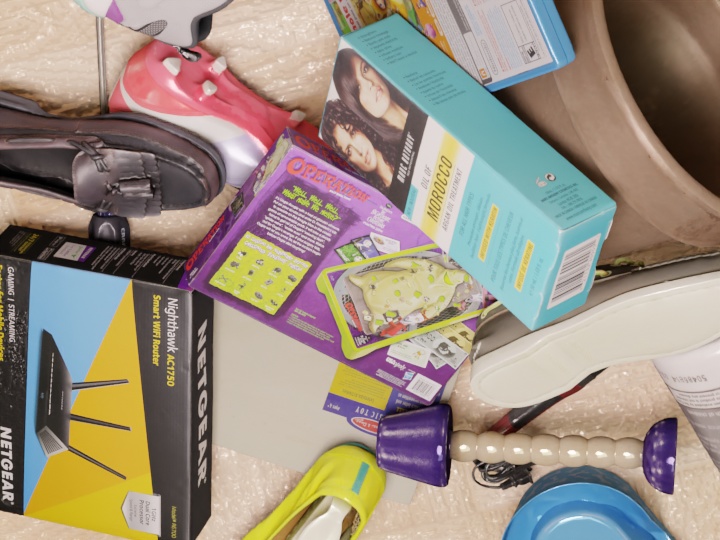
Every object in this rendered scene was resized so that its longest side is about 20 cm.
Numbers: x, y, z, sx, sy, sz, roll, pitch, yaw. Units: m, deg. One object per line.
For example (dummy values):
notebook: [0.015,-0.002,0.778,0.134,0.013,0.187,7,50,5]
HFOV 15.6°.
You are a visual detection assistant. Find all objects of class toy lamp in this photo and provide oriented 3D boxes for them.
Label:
toy lamp: [0.110,0.120,1.742,0.198,0.058,0.059,4,114,7]

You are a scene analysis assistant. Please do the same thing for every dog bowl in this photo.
dog bowl: [0.179,0.218,1.818,0.111,0.050,0.200,-36,106,16]

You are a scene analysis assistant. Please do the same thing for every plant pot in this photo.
plant pot: [0.145,-0.081,1.631,0.174,0.201,0.200,-33,109,34]

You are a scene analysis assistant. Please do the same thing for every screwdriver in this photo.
screwdriver: [-0.164,-0.076,1.728,0.029,0.028,0.202,-6,110,-27]

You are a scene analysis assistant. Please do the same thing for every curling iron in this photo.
curling iron: [0.149,0.075,1.773,0.049,0.026,0.200,34,107,-34]

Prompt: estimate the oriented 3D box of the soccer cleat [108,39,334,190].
soccer cleat: [-0.073,-0.075,1.706,0.200,0.067,0.076,38,134,-15]

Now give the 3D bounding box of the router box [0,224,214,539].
router box: [-0.174,0.078,1.750,0.148,0.051,0.201,10,119,14]

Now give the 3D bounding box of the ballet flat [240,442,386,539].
ballet flat: [-0.049,0.200,1.795,0.067,0.067,0.200,29,122,-11]

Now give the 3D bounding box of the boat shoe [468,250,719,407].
boat shoe: [0.157,0.025,1.655,0.201,0.061,0.072,-22,138,26]

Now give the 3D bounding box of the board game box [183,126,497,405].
board game box: [0.000,0.000,1.688,0.199,0.032,0.120,28,117,-28]

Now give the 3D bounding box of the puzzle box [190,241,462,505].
puzzle box: [-0.038,0.071,1.780,0.199,0.025,0.134,18,113,-5]

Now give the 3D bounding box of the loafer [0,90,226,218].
loafer: [-0.186,-0.064,1.682,0.198,0.063,0.072,13,133,16]

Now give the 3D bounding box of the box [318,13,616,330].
box: [0.061,-0.061,1.569,0.200,0.049,0.083,43,139,29]

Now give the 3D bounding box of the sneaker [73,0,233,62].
sneaker: [-0.084,-0.223,1.620,0.139,0.078,0.201,30,116,1]

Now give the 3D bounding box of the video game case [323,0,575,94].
video game case: [0.040,-0.171,1.586,0.018,0.200,0.144,-28,97,-31]

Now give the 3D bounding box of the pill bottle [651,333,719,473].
pill bottle: [0.279,0.096,1.722,0.113,0.114,0.201,-27,113,14]
